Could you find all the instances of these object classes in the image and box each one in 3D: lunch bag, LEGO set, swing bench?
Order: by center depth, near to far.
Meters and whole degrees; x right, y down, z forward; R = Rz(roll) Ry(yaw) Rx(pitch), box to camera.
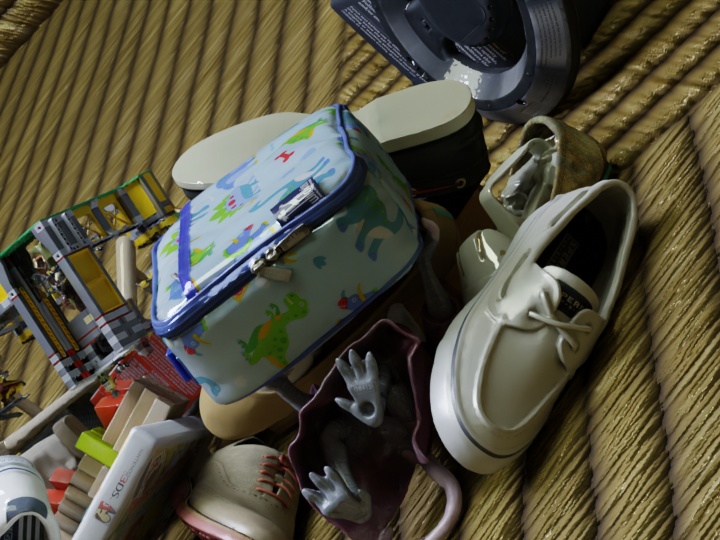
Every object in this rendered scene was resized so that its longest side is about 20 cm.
[{"bbox_3d":[-0.048,-0.012,1.511,0.161,0.083,0.200,-38,15,9],"label":"lunch bag"},{"bbox_3d":[-0.187,0.036,1.723,0.200,0.116,0.154,-36,-5,26],"label":"LEGO set"},{"bbox_3d":[-0.200,0.121,1.900,0.199,0.130,0.201,-36,28,38],"label":"swing bench"}]

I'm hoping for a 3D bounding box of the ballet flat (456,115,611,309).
[{"bbox_3d":[0.092,-0.016,1.540,0.071,0.071,0.200,-32,25,46],"label":"ballet flat"}]

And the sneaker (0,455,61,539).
[{"bbox_3d":[-0.231,0.223,1.717,0.071,0.073,0.201,-122,27,-59],"label":"sneaker"}]

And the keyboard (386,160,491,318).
[{"bbox_3d":[0.000,0.000,1.666,0.200,0.040,0.104,-55,18,-16],"label":"keyboard"}]

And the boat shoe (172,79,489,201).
[{"bbox_3d":[-0.019,-0.065,1.644,0.200,0.063,0.074,-10,37,12],"label":"boat shoe"}]

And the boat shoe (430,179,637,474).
[{"bbox_3d":[0.103,0.025,1.433,0.066,0.072,0.200,-38,13,48],"label":"boat shoe"}]

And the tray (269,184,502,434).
[{"bbox_3d":[0.009,0.026,1.717,0.200,0.037,0.099,-36,23,41],"label":"tray"}]

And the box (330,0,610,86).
[{"bbox_3d":[0.110,-0.247,1.882,0.196,0.124,0.200,-15,38,59],"label":"box"}]

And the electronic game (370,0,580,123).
[{"bbox_3d":[0.069,-0.187,1.739,0.042,0.201,0.200,-35,8,-29],"label":"electronic game"}]

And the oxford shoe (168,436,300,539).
[{"bbox_3d":[-0.069,0.141,1.617,0.075,0.070,0.200,-49,17,-3],"label":"oxford shoe"}]

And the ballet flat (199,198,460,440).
[{"bbox_3d":[-0.027,0.023,1.593,0.200,0.069,0.063,-42,-20,1],"label":"ballet flat"}]

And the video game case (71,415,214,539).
[{"bbox_3d":[-0.158,0.179,1.664,0.183,0.023,0.200,-61,-7,3],"label":"video game case"}]

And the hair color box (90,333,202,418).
[{"bbox_3d":[-0.089,0.022,1.756,0.200,0.064,0.111,-49,-2,33],"label":"hair color box"}]

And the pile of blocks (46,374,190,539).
[{"bbox_3d":[-0.180,0.147,1.729,0.201,0.062,0.082,-65,-8,29],"label":"pile of blocks"}]

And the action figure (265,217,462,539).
[{"bbox_3d":[0.027,0.069,1.510,0.134,0.149,0.200,-40,0,16],"label":"action figure"}]
